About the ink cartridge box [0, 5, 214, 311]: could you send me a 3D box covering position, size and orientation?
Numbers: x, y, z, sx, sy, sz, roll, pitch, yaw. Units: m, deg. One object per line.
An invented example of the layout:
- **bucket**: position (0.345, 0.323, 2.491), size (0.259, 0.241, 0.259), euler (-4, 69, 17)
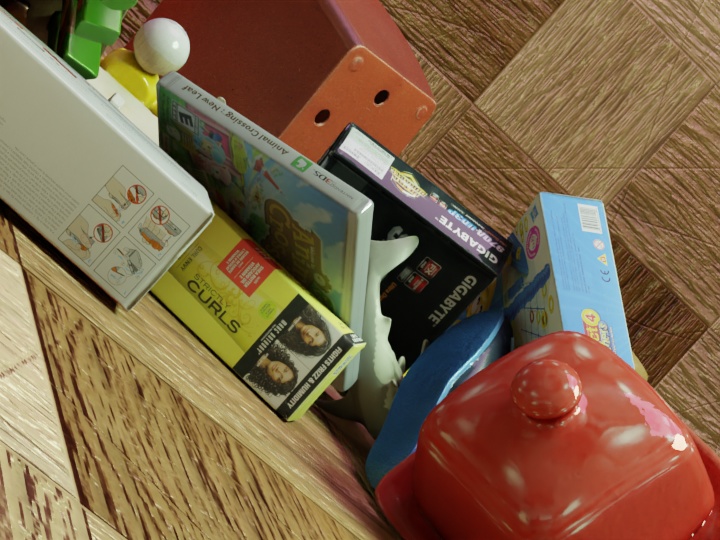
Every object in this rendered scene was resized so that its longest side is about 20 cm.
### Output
- **ink cartridge box**: position (-0.193, -0.080, 1.270), size (0.200, 0.084, 0.176), euler (42, 2, -9)

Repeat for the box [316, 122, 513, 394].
- **box**: position (0.000, 0.000, 1.564), size (0.159, 0.200, 0.046), euler (37, 42, -6)

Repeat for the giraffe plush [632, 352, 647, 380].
- **giraffe plush**: position (0.176, 0.141, 2.071), size (0.172, 0.201, 0.162), euler (6, 23, -41)

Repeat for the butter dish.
- **butter dish**: position (0.124, 0.115, 1.276), size (0.199, 0.199, 0.148), euler (45, -21, 40)

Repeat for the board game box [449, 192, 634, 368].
- **board game box**: position (0.133, 0.079, 1.520), size (0.056, 0.196, 0.201), euler (8, 52, -19)

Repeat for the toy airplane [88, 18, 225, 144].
- **toy airplane**: position (-0.189, -0.139, 1.564), size (0.199, 0.141, 0.200), euler (45, 4, 35)

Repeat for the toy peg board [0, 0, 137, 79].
- **toy peg board**: position (-0.242, -0.201, 1.366), size (0.198, 0.200, 0.098), euler (15, 53, -21)

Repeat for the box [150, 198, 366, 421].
- **box**: position (-0.094, 0.010, 1.384), size (0.200, 0.075, 0.050), euler (44, 4, 9)

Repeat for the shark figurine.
- **shark figurine**: position (0.001, 0.076, 1.505), size (0.089, 0.128, 0.215), euler (0, -54, 26)

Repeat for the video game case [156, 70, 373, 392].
- **video game case**: position (-0.071, -0.024, 1.421), size (0.182, 0.022, 0.201), euler (34, -34, 21)

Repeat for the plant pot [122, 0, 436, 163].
- **plant pot**: position (-0.057, -0.159, 1.718), size (0.176, 0.200, 0.200), euler (47, 10, 37)

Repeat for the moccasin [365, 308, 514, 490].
- **moccasin**: position (0.062, 0.108, 1.449), size (0.080, 0.200, 0.068), euler (-17, -63, 43)
